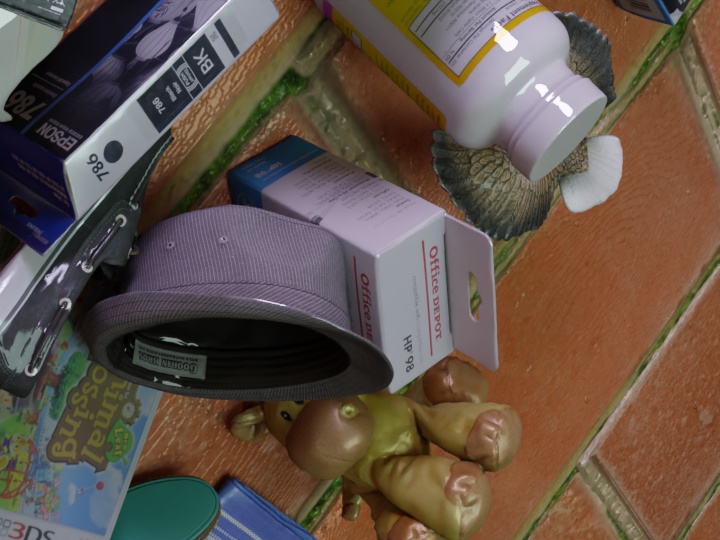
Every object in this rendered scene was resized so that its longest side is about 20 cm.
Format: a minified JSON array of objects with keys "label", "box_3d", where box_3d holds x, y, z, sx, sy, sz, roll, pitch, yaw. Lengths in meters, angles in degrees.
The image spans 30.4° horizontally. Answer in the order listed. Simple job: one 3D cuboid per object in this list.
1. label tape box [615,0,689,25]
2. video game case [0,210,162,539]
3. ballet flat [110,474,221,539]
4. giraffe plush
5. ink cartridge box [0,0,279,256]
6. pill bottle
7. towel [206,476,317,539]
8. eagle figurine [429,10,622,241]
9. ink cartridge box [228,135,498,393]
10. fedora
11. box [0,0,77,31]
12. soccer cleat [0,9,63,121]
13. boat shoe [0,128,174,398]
[{"label":"label tape box","box_3d":[0.265,-0.330,1.102,0.201,0.066,0.143,-56,140,-3]},{"label":"video game case","box_3d":[-0.202,0.083,0.849,0.181,0.022,0.203,31,74,-50]},{"label":"ballet flat","box_3d":[-0.190,0.208,0.949,0.198,0.071,0.066,-21,153,-34]},{"label":"giraffe plush","box_3d":[-0.001,0.119,1.019,0.161,0.199,0.174,33,82,-32]},{"label":"ink cartridge box","box_3d":[-0.147,-0.105,0.774,0.200,0.099,0.039,-49,136,-15]},{"label":"pill bottle","box_3d":[0.067,-0.153,0.878,0.104,0.200,0.104,-41,166,-13]},{"label":"towel","box_3d":[-0.126,0.274,1.071,0.201,0.024,0.145,-53,138,-10]},{"label":"eagle figurine","box_3d":[0.127,-0.108,1.023,0.149,0.200,0.154,-16,93,6]},{"label":"ink cartridge box","box_3d":[0.000,0.000,0.909,0.066,0.199,0.117,-30,131,-30]},{"label":"fedora","box_3d":[-0.075,0.018,0.840,0.177,0.197,0.092,47,42,-58]},{"label":"box","box_3d":[-0.208,-0.224,0.603,0.198,0.086,0.166,16,101,-26]},{"label":"soccer cleat","box_3d":[-0.181,-0.175,0.728,0.077,0.069,0.201,22,102,-52]},{"label":"boat shoe","box_3d":[-0.166,-0.014,0.790,0.056,0.068,0.201,40,64,-14]}]
